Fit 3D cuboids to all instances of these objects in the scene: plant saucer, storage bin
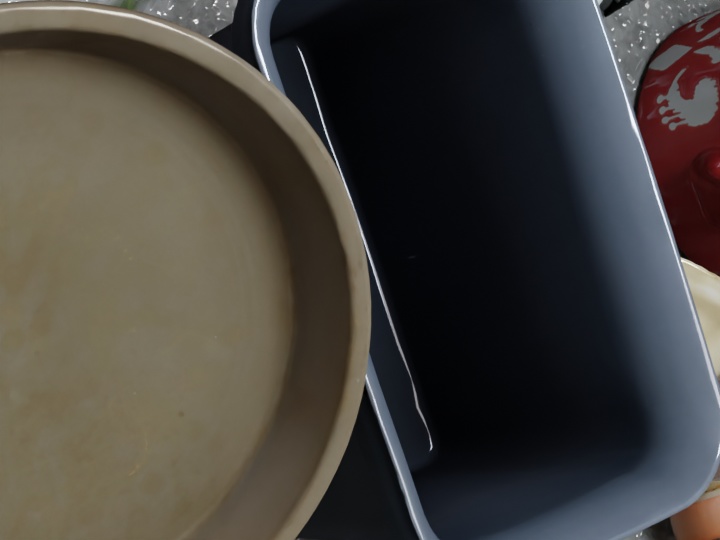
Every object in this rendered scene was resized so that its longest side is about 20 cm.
[{"bbox_3d":[-0.093,0.022,0.811,0.199,0.029,0.201,-8,112,-21],"label":"plant saucer"},{"bbox_3d":[0.000,0.000,0.938,0.145,0.134,0.201,-21,94,-33],"label":"storage bin"}]

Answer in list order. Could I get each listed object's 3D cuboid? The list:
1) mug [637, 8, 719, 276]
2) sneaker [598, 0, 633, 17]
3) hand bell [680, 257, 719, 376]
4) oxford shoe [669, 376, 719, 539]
[{"bbox_3d":[0.192,-0.064,1.079,0.177,0.200,0.134,2,80,-40],"label":"mug"},{"bbox_3d":[0.083,-0.121,1.086,0.090,0.066,0.201,33,58,-29],"label":"sneaker"},{"bbox_3d":[0.060,0.094,1.020,0.104,0.104,0.201,31,73,-32],"label":"hand bell"},{"bbox_3d":[0.186,0.038,1.140,0.200,0.071,0.073,-21,90,-42],"label":"oxford shoe"}]
